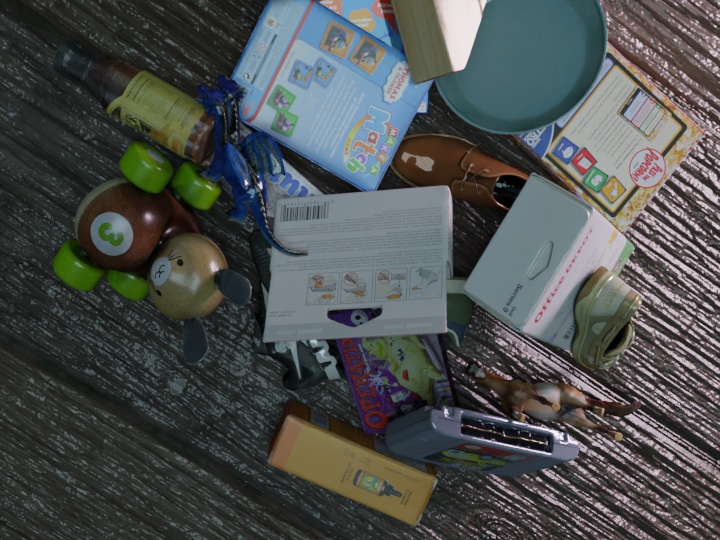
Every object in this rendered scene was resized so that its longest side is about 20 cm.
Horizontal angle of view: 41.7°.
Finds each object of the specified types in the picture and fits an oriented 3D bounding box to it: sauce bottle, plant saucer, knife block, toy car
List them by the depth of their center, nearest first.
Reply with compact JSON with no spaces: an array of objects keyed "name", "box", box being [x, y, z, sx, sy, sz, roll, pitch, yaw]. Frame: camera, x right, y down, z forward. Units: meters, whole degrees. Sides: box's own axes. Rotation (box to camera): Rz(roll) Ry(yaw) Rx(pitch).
[{"name":"knife block","box":[0.056,-0.323,0.975,0.174,0.063,0.204,31,68,-32]},{"name":"toy car","box":[-0.201,-0.002,1.006,0.165,0.157,0.200,-51,60,14]},{"name":"sauce bottle","box":[-0.248,-0.192,1.053,0.197,0.066,0.067,30,96,7]},{"name":"plant saucer","box":[0.176,-0.246,1.057,0.195,0.036,0.205,-3,81,18]}]

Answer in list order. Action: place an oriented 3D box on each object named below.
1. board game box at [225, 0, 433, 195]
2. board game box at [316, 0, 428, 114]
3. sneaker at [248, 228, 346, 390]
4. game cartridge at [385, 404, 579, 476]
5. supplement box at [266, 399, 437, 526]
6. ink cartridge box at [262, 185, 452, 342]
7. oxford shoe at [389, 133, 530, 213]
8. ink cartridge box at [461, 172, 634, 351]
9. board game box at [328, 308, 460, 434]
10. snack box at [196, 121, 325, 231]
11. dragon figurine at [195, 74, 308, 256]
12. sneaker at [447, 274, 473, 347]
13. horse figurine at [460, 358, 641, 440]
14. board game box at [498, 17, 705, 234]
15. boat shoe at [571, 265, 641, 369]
[{"name":"board game box","box":[-0.037,-0.198,1.037,0.197,0.037,0.153,29,98,-6]},{"name":"board game box","box":[0.005,-0.281,1.068,0.148,0.045,0.205,0,98,-2]},{"name":"sneaker","box":[-0.096,0.054,1.100,0.089,0.066,0.203,-26,101,-1]},{"name":"game cartridge","box":[0.135,0.200,1.092,0.196,0.133,0.042,15,68,-21]},{"name":"supplement box","box":[-0.010,0.229,1.130,0.197,0.069,0.068,25,98,-4]},{"name":"ink cartridge box","box":[0.000,0.000,1.010,0.195,0.045,0.180,-3,60,12]},{"name":"oxford shoe","box":[0.127,-0.111,1.087,0.196,0.071,0.073,15,99,-3]},{"name":"ink cartridge box","box":[0.211,-0.002,1.037,0.087,0.199,0.147,34,97,27]},{"name":"board game box","box":[0.039,0.098,1.086,0.117,0.033,0.203,-7,120,17]},{"name":"snack box","box":[-0.099,-0.091,1.100,0.199,0.024,0.072,41,94,-7]},{"name":"dragon figurine","box":[-0.117,-0.105,0.986,0.058,0.100,0.202,-24,75,-31]},{"name":"sneaker","box":[0.037,0.050,1.104,0.195,0.067,0.092,1,94,-6]},{"name":"horse figurine","box":[0.227,0.156,1.114,0.196,0.132,0.051,10,95,-17]},{"name":"board game box","box":[0.275,-0.165,1.097,0.199,0.046,0.152,40,94,-7]},{"name":"boat shoe","box":[0.282,0.068,1.063,0.063,0.202,0.073,33,71,27]}]
